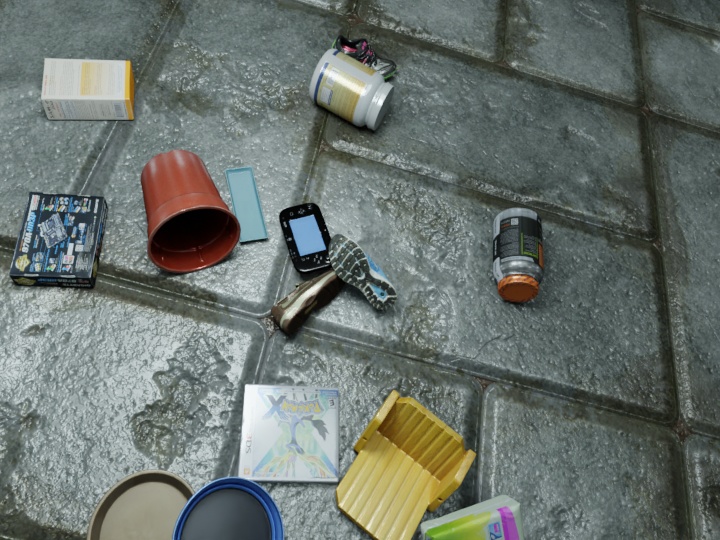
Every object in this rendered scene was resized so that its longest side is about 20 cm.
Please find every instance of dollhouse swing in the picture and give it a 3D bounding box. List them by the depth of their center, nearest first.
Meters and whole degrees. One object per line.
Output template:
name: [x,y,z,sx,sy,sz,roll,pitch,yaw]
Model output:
dollhouse swing: [0.075,0.383,1.096,0.198,0.184,0.176,37,40,8]

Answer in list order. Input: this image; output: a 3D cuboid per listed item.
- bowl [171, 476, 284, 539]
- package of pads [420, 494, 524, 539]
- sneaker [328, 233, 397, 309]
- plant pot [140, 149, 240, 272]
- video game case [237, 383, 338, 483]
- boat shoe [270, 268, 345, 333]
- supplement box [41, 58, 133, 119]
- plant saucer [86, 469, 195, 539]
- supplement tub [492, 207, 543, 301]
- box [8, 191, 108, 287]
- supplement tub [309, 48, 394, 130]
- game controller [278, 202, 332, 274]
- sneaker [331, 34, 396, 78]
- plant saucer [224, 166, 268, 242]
bowl: [-0.232,0.473,1.021,0.195,0.039,0.207,10,65,-22]
package of pads: [0.212,0.525,1.072,0.194,0.068,0.160,-9,92,-19]
sneaker: [0.000,0.000,1.305,0.078,0.090,0.201,-38,106,9]
plant pot: [-0.381,-0.137,1.254,0.196,0.203,0.198,-16,58,-20]
video game case: [-0.139,0.322,1.154,0.193,0.022,0.187,5,62,-11]
boat shoe: [-0.115,0.047,1.279,0.074,0.076,0.201,33,52,26]
supplement box: [-0.653,-0.436,1.406,0.193,0.074,0.129,-3,63,-15]
plant saucer: [-0.375,0.458,1.023,0.193,0.030,0.206,6,61,-11]
supplement tub: [0.380,-0.037,1.407,0.119,0.123,0.205,12,60,-6]
box: [-0.632,-0.067,1.231,0.154,0.046,0.206,2,62,-12]
supplement tub: [-0.022,-0.472,1.531,0.196,0.145,0.146,29,60,4]
game controller: [-0.122,-0.076,1.338,0.101,0.043,0.203,-8,51,-19]
sneaker: [0.010,-0.601,1.641,0.194,0.084,0.078,19,60,-2]
plant saucer: [-0.271,-0.157,1.380,0.068,0.019,0.205,-9,64,-17]
